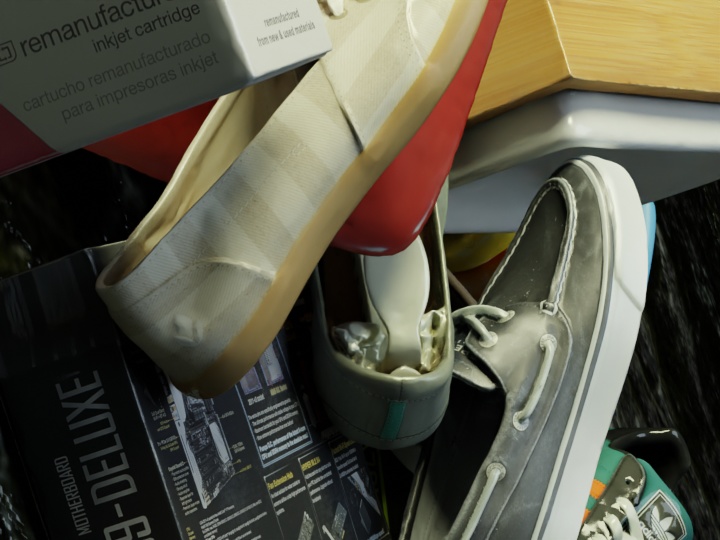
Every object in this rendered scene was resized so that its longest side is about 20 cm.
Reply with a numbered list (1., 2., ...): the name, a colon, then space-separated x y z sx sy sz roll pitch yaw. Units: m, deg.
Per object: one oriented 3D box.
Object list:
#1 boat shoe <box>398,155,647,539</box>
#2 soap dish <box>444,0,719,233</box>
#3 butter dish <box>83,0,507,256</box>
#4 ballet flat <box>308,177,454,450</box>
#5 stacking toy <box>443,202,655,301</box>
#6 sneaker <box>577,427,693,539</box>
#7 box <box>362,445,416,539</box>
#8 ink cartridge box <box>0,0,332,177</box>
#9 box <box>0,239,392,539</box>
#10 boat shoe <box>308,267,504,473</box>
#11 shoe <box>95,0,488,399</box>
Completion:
1. boat shoe: 0.058 0.042 0.990 0.068 0.072 0.201 22 76 -27
2. soap dish: 0.085 -0.073 1.117 0.200 0.157 0.082 0 75 -51
3. butter dish: -0.054 -0.125 0.926 0.199 0.148 0.201 22 82 -23
4. ballet flat: 0.007 -0.029 0.973 0.064 0.067 0.201 104 -19 -60
5. stacking toy: 0.052 -0.046 1.273 0.200 0.116 0.110 46 33 -25
6. sneaker: 0.102 0.123 1.103 0.072 0.080 0.200 64 22 -20
7. box: 0.049 0.146 1.129 0.193 0.047 0.201 42 35 -50
8. ink cartridge box: -0.115 -0.134 0.765 0.201 0.144 0.084 70 20 -5
9. box: -0.055 0.064 0.900 0.200 0.050 0.158 -20 91 -72
10. boat shoe: 0.000 0.000 1.040 0.200 0.059 0.072 51 37 -10
11. shoe: -0.017 -0.053 0.823 0.053 0.070 0.200 38 72 -20
